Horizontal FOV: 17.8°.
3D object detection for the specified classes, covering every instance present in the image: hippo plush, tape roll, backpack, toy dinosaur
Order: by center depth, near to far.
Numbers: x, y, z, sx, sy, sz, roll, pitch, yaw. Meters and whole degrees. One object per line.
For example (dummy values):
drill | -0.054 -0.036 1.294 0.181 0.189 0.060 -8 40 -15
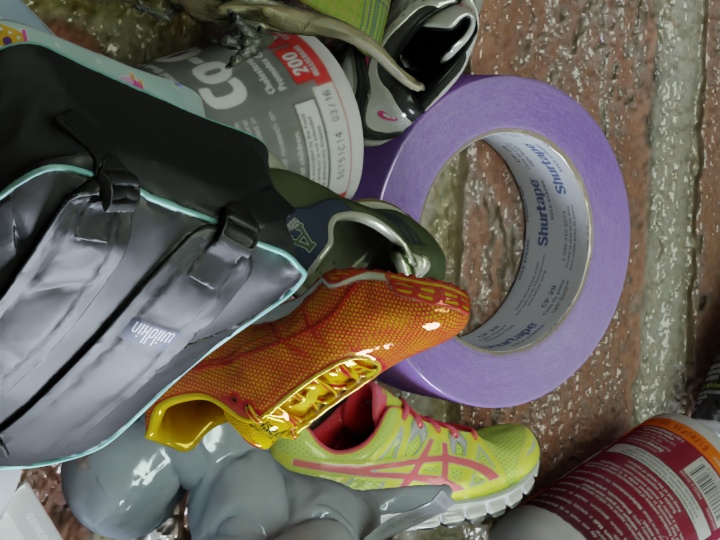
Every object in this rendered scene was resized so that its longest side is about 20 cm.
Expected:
backpack | -0.151 -0.005 1.061 0.175 0.154 0.200 18 123 -41
toy dinosaur | -0.067 -0.136 1.208 0.088 0.199 0.048 -7 117 -66
hippo plush | -0.075 0.123 1.244 0.200 0.159 0.161 -38 87 0
tape roll | 0.070 -0.019 1.404 0.200 0.066 0.201 -3 96 -36

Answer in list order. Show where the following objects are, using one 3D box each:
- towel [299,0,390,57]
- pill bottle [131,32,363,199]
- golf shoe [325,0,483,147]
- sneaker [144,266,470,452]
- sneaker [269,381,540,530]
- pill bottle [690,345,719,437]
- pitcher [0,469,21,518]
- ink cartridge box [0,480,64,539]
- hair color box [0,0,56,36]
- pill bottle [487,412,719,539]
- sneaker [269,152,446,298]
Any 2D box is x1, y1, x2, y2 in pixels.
towel | -0.032 -0.229 1.288 0.143 0.023 0.201 27 52 -36
pill bottle | -0.107 -0.056 1.242 0.200 0.114 0.114 -22 107 -33
golf shoe | 0.043 -0.143 1.344 0.073 0.092 0.200 52 51 -29
sneaker | -0.025 0.049 1.153 0.073 0.200 0.077 25 56 -44
sneaker | 0.026 0.108 1.378 0.199 0.078 0.091 -10 98 -34
pill bottle | 0.306 0.037 1.555 0.106 0.106 0.201 33 76 -33
pitcher | -0.281 0.094 1.134 0.200 0.171 0.121 -22 144 -50
ink cartridge box | -0.208 0.239 1.240 0.176 0.045 0.200 -39 116 -26
hair color box | -0.243 -0.054 1.152 0.061 0.099 0.200 46 68 -31
pill bottle | 0.150 0.181 1.453 0.200 0.109 0.110 -29 111 -30
sneaker | 0.000 0.000 1.229 0.067 0.090 0.200 -54 143 7
